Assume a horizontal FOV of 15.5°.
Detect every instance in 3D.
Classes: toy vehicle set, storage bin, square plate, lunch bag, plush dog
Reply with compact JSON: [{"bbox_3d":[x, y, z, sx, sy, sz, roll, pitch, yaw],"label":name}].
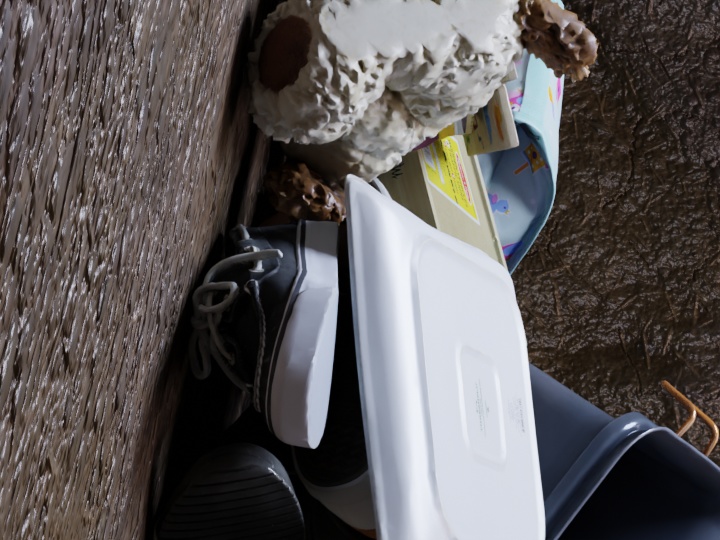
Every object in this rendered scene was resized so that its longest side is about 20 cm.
[{"bbox_3d":[0.040,-0.058,1.508,0.124,0.026,0.201,37,35,-61],"label":"toy vehicle set"},{"bbox_3d":[0.118,0.112,1.500,0.146,0.134,0.200,-52,150,2],"label":"storage bin"},{"bbox_3d":[0.049,0.068,1.313,0.198,0.028,0.202,26,55,-63],"label":"square plate"},{"bbox_3d":[0.076,-0.081,1.792,0.171,0.121,0.201,-75,-169,-51],"label":"lunch bag"},{"bbox_3d":[0.013,-0.112,1.317,0.172,0.160,0.201,-37,-145,56],"label":"plush dog"}]

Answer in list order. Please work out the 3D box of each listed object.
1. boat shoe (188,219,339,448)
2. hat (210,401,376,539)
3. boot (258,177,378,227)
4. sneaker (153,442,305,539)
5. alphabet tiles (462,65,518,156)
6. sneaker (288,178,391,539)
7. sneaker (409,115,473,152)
[{"bbox_3d":[-0.045,0.022,1.219,0.200,0.067,0.074,-88,-177,-65],"label":"boat shoe"},{"bbox_3d":[-0.029,0.118,1.418,0.081,0.201,0.201,-37,-172,13],"label":"hat"},{"bbox_3d":[0.000,0.000,1.477,0.146,0.070,0.201,53,31,-45],"label":"boot"},{"bbox_3d":[-0.066,0.119,1.282,0.201,0.073,0.089,95,-11,-59],"label":"sneaker"},{"bbox_3d":[0.054,-0.147,1.437,0.200,0.006,0.168,-176,-106,-83],"label":"alphabet tiles"},{"bbox_3d":[-0.002,0.047,1.338,0.085,0.072,0.201,55,29,-48],"label":"sneaker"},{"bbox_3d":[0.000,-0.161,1.435,0.075,0.089,0.202,93,-18,-74],"label":"sneaker"}]
